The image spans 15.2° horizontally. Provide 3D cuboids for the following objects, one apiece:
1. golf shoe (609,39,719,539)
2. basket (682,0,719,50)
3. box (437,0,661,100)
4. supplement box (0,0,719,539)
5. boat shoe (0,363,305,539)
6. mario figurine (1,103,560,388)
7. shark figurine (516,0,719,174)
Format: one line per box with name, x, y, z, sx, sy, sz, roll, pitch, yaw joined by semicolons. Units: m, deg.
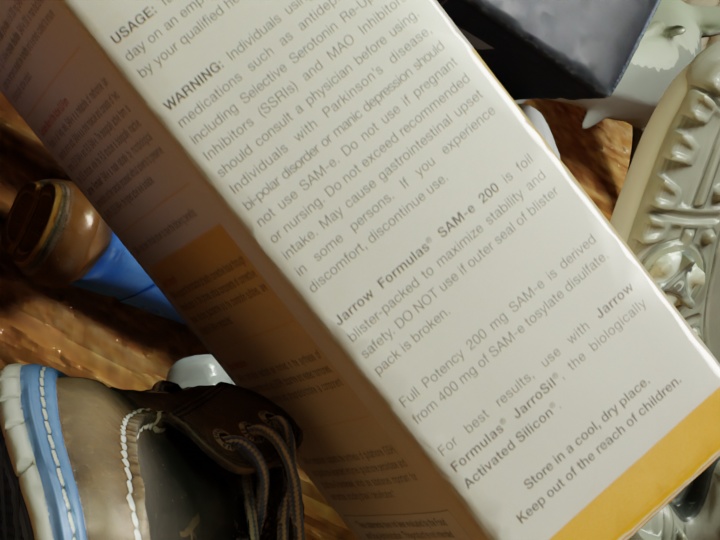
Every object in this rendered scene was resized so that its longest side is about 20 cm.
golf shoe;0.078;0.015;0.763;0.078;0.201;0.097;-10;35;-28
basket;0.185;-0.196;1.176;0.198;0.200;0.161;49;29;2
box;-0.018;-0.150;0.871;0.200;0.196;0.118;33;77;-25
supplement box;-0.009;-0.017;0.658;0.073;0.126;0.200;-39;95;-14
boat shoe;-0.049;0.054;0.658;0.072;0.073;0.200;-2;4;-4
mario figurine;0.000;0.000;0.828;0.199;0.124;0.106;25;20;-23
shark figurine;0.095;-0.063;1.053;0.128;0.090;0.214;16;19;15
